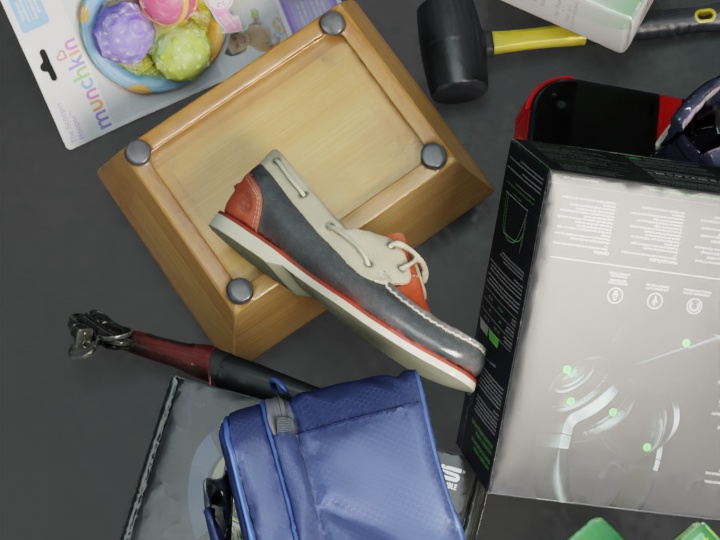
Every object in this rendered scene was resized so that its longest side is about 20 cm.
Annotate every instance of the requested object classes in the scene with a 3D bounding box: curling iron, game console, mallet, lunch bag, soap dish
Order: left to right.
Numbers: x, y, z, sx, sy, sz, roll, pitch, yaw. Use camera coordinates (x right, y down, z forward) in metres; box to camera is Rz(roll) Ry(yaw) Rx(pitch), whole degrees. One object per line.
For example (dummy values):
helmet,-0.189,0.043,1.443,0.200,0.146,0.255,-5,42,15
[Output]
curling iron,-0.095,0.061,1.510,0.199,0.050,0.026,17,110,24
soap dish,-0.042,-0.060,1.547,0.199,0.081,0.158,-34,76,-6
lunch bag,-0.013,0.151,1.368,0.131,0.136,0.201,-15,73,-4
mallet,0.135,-0.140,1.587,0.198,0.041,0.066,0,73,-1
game console,0.175,-0.021,1.529,0.176,0.031,0.201,11,62,-5

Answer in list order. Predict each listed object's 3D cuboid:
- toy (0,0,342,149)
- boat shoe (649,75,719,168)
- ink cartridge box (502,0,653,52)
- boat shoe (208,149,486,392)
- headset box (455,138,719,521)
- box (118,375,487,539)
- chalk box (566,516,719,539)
toy,-0.111,-0.161,1.566,0.199,0.047,0.116,-26,114,-7
boat shoe,0.255,-0.096,1.513,0.200,0.093,0.075,-35,74,-24
ink cartridge box,0.113,-0.245,1.593,0.199,0.050,0.162,26,63,7
boat shoe,0.000,0.000,1.437,0.200,0.071,0.063,34,80,30
headset box,0.158,0.042,1.412,0.173,0.093,0.202,6,102,-12
box,-0.038,0.172,1.479,0.199,0.086,0.165,16,75,7
chalk box,0.182,0.230,1.433,0.124,0.124,0.200,-41,77,-9
